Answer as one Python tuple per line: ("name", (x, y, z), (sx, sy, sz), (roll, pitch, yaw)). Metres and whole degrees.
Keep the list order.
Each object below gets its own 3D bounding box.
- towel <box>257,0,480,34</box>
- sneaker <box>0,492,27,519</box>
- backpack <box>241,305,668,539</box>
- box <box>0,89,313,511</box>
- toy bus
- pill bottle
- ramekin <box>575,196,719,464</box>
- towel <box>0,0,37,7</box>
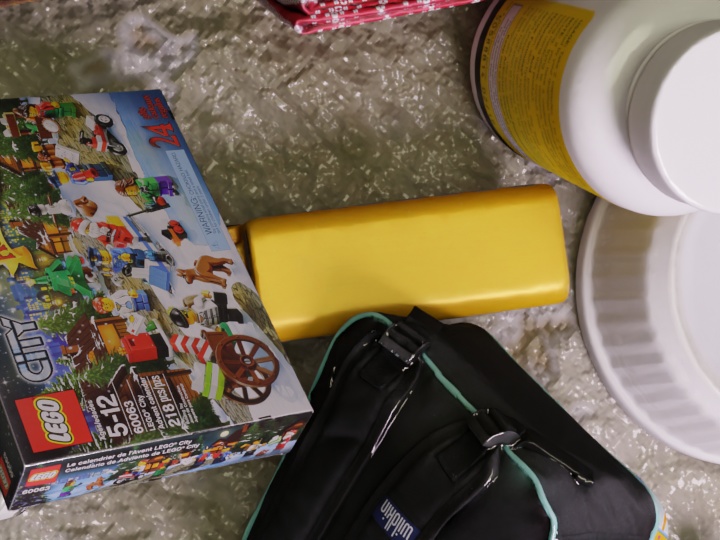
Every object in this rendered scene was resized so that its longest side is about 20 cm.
("towel", (0.049, -0.157, 0.764), (0.199, 0.145, 0.023), (-13, 110, -10))
("sneaker", (-0.247, 0.063, 0.738), (0.199, 0.089, 0.074), (25, 86, -6))
("backpack", (0.035, 0.141, 0.733), (0.153, 0.176, 0.200), (16, 111, -48))
("box", (-0.123, 0.004, 0.695), (0.136, 0.038, 0.200), (-8, 56, -32))
("toy bus", (0.000, 0.000, 0.782), (0.199, 0.078, 0.065), (-7, 89, -9))
("pill bottle", (0.135, -0.089, 0.736), (0.111, 0.200, 0.112), (-4, 105, -14))
("ramekin", (0.222, 0.006, 0.810), (0.201, 0.094, 0.203), (0, 88, -9))
("towel", (-0.139, -0.224, 0.740), (0.146, 0.022, 0.201), (-7, 68, 10))
